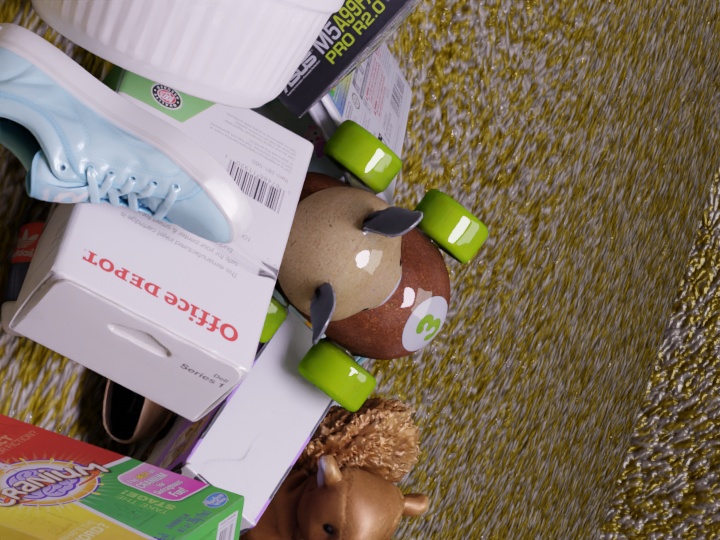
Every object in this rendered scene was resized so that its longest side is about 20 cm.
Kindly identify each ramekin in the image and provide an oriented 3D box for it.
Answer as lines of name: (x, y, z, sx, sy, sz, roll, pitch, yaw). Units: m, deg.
ramekin: (-0.115, -0.176, 1.421, 0.095, 0.202, 0.202, -66, 162, 13)

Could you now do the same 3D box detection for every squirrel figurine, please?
squirrel figurine: (-0.029, 0.173, 1.737, 0.187, 0.141, 0.201, -41, -153, 55)

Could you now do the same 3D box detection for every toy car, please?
toy car: (0.000, 0.000, 1.550, 0.165, 0.157, 0.200, -53, -173, -2)

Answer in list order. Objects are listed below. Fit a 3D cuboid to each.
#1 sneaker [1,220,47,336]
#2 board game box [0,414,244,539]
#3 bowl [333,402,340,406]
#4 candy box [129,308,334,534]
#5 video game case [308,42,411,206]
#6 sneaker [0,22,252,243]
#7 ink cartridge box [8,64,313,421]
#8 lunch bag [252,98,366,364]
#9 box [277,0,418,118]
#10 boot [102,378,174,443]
sneaker: (-0.161, 0.008, 1.560, 0.199, 0.075, 0.085, 12, 77, -54)
board game box: (-0.195, 0.154, 1.443, 0.153, 0.199, 0.041, -29, 132, -64)
bowl: (-0.069, 0.129, 1.916, 0.201, 0.104, 0.202, -54, 153, -43)
candy box: (-0.114, 0.142, 1.695, 0.200, 0.071, 0.168, -38, -166, 48)
video game case: (-0.018, -0.162, 1.720, 0.183, 0.022, 0.200, 59, 20, -24)
sneaker: (-0.164, -0.063, 1.394, 0.082, 0.199, 0.074, -56, 179, -23)
ink cartridge box: (-0.128, -0.024, 1.485, 0.084, 0.145, 0.201, -43, -155, 48)
lunch bag: (-0.046, -0.017, 1.771, 0.200, 0.121, 0.171, 88, -9, -58)
box: (0.030, -0.206, 1.561, 0.200, 0.044, 0.160, -44, -177, 32)
boot: (-0.143, 0.033, 1.664, 0.075, 0.073, 0.201, -39, 145, -80)
